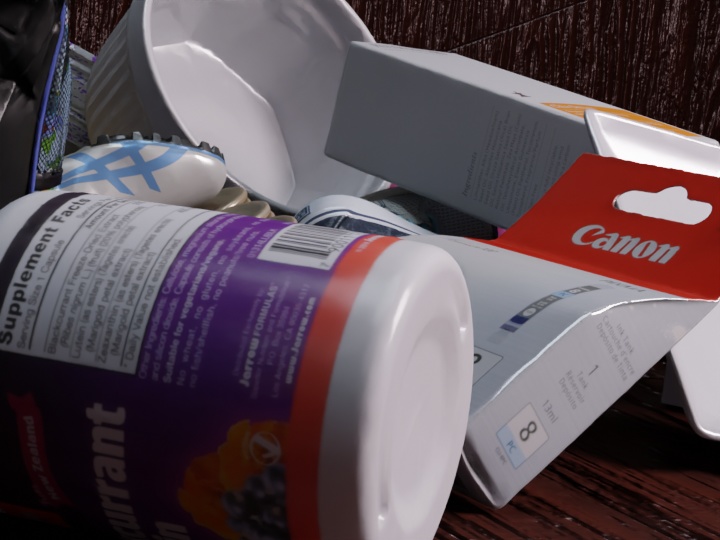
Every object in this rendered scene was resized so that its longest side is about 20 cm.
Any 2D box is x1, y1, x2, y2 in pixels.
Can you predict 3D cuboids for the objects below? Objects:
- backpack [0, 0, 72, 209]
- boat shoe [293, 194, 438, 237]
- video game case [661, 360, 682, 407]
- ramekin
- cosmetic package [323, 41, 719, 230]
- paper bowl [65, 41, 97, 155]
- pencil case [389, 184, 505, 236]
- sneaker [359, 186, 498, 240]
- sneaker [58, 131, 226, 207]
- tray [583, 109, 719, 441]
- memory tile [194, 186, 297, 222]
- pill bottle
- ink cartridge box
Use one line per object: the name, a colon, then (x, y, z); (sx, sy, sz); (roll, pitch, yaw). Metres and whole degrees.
backpack: (-0.220, -0.054, 0.782); (0.182, 0.201, 0.147); (8, 7, -10)
boat shoe: (0.056, 0.031, 0.904); (0.199, 0.071, 0.091); (16, 31, -23)
video game case: (0.278, 0.053, 0.949); (0.180, 0.046, 0.200); (9, 9, 27)
ramekin: (-0.080, -0.099, 1.138); (0.199, 0.201, 0.105); (-2, -24, -42)
cosmetic package: (0.087, -0.068, 1.006); (0.199, 0.072, 0.101); (24, 17, 38)
paper bowl: (-0.232, -0.093, 1.235); (0.200, 0.105, 0.201); (22, -14, 6)
pencil case: (0.046, -0.026, 1.154); (0.090, 0.094, 0.200); (-20, 16, -18)
sneaker: (0.000, 0.000, 0.988); (0.199, 0.078, 0.086); (-12, 9, -28)
sneaker: (-0.160, -0.021, 0.915); (0.199, 0.073, 0.072); (-15, -14, -20)
tray: (0.168, 0.010, 0.852); (0.107, 0.022, 0.201); (14, 44, -28)
memory tile: (-0.103, 0.007, 0.874); (0.153, 0.017, 0.200); (-25, 18, -12)
pill bottle: (-0.071, 0.033, 0.594); (0.199, 0.112, 0.111); (8, 8, 19)
ink cartridge box: (0.071, 0.002, 0.763); (0.200, 0.047, 0.160); (-41, 28, -19)
